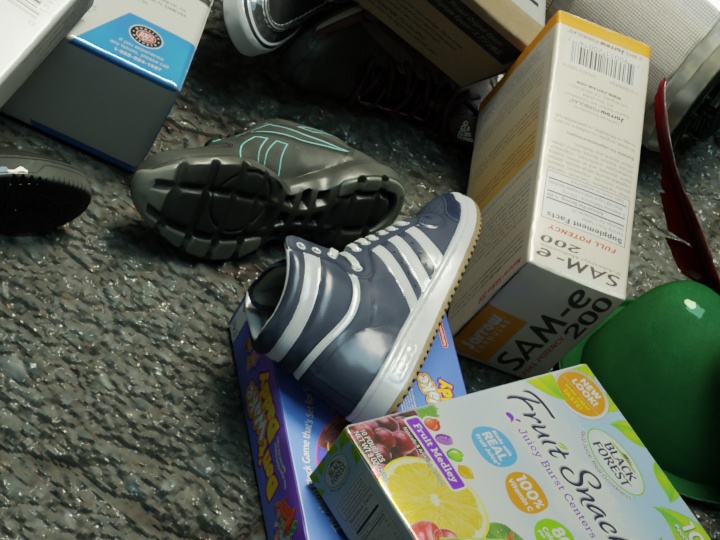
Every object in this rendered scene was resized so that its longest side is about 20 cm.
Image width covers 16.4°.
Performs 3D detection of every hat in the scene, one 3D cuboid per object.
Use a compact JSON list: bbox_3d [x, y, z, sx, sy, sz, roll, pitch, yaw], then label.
[{"bbox_3d":[0.231,0.027,1.607,0.199,0.176,0.166,26,41,-8],"label":"hat"}]

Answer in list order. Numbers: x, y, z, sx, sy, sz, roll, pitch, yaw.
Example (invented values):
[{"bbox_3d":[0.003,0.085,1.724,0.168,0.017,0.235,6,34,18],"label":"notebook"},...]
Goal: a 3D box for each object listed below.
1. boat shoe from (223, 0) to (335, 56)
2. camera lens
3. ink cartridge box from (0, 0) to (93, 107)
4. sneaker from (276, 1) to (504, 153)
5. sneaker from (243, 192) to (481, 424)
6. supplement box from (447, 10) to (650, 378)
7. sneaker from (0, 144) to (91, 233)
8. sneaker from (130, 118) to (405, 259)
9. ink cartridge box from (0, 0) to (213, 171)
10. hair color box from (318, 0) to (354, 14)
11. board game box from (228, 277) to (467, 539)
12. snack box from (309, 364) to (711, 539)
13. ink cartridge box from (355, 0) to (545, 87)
[{"bbox_3d":[-0.023,-0.217,1.680,0.200,0.067,0.072,-53,129,-41],"label":"boat shoe"},{"bbox_3d":[0.207,-0.198,1.829,0.200,0.160,0.160,42,41,11],"label":"camera lens"},{"bbox_3d":[-0.276,-0.156,1.467,0.173,0.044,0.200,33,55,4],"label":"ink cartridge box"},{"bbox_3d":[0.044,-0.125,1.721,0.199,0.076,0.116,-11,60,-40],"label":"sneaker"},{"bbox_3d":[0.000,0.000,1.498,0.108,0.070,0.201,31,43,-6],"label":"sneaker"},{"bbox_3d":[0.122,-0.048,1.618,0.073,0.126,0.201,20,57,-15],"label":"supplement box"},{"bbox_3d":[-0.262,-0.080,1.486,0.198,0.060,0.105,0,55,-28],"label":"sneaker"},{"bbox_3d":[-0.068,-0.055,1.592,0.199,0.076,0.079,2,35,-39],"label":"sneaker"},{"bbox_3d":[-0.173,-0.181,1.624,0.145,0.085,0.201,24,41,-8],"label":"ink cartridge box"},{"bbox_3d":[-0.043,-0.277,1.823,0.099,0.061,0.201,-2,52,-33],"label":"hair color box"},{"bbox_3d":[0.003,0.103,1.487,0.134,0.045,0.201,10,45,-25],"label":"board game box"},{"bbox_3d":[0.089,0.138,1.432,0.199,0.053,0.143,-11,58,-41],"label":"snack box"},{"bbox_3d":[0.055,-0.252,1.676,0.164,0.075,0.201,32,51,-42],"label":"ink cartridge box"}]
